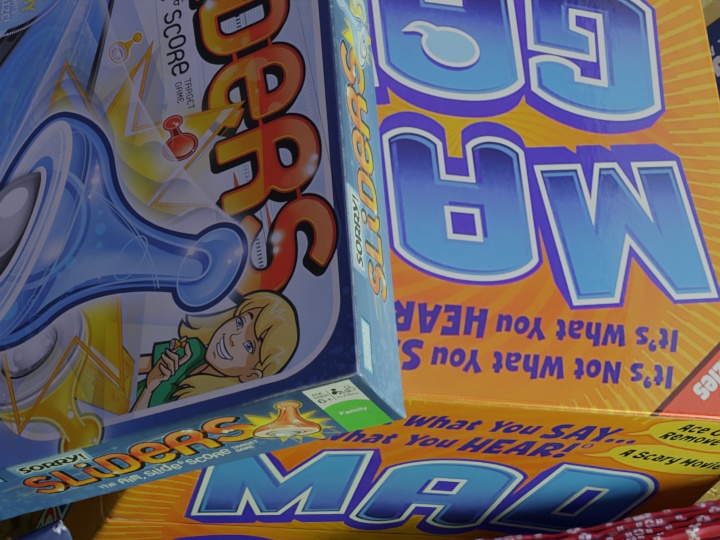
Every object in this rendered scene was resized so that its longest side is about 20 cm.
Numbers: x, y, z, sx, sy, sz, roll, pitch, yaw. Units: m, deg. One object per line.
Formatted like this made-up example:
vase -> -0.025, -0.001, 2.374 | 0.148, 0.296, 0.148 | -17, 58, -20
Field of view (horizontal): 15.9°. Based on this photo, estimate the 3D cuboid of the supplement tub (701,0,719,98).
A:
supplement tub -> 0.152, -0.081, 1.010 | 0.144, 0.145, 0.201 | -14, 59, -28

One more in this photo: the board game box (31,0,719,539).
board game box -> 0.000, 0.000, 0.906 | 0.198, 0.200, 0.201 | 5, 60, -20

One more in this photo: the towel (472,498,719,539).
towel -> 0.125, 0.102, 0.893 | 0.198, 0.145, 0.023 | -13, 68, -1

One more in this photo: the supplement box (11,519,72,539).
supplement box -> -0.102, 0.188, 0.695 | 0.133, 0.200, 0.201 | -23, 86, -10

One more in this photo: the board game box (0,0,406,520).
board game box -> -0.060, -0.038, 0.764 | 0.134, 0.034, 0.201 | -16, 61, 19
